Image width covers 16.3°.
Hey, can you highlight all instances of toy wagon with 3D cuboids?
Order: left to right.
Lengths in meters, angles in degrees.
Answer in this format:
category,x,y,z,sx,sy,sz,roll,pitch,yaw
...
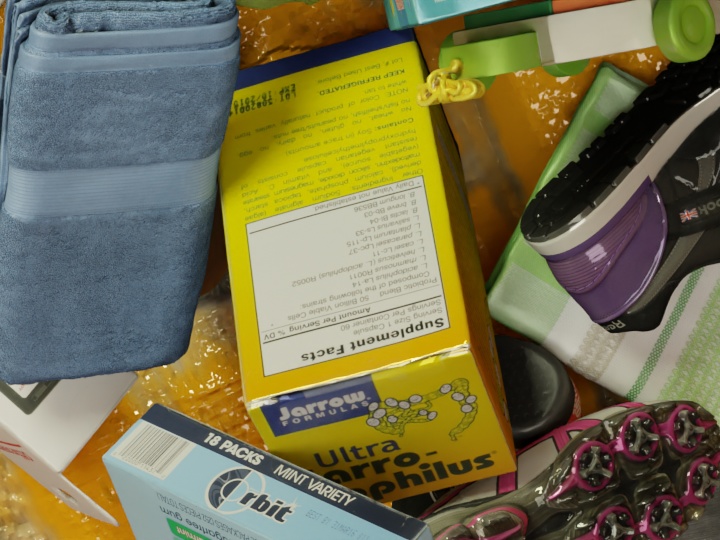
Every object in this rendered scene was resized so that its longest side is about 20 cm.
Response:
category,x,y,z,sx,sy,sz,roll,pitch,yaw
toy wagon,0.106,-0.110,1.173,0.155,0.199,0.040,-5,97,49

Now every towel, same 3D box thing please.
category,x,y,z,sx,sy,sz,roll,pitch,yaw
towel,-0.119,-0.043,1.175,0.111,0.049,0.201,-3,124,-22
towel,0.175,0.004,1.277,0.199,0.031,0.150,29,81,-11

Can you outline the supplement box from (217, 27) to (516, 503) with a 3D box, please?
category,x,y,z,sx,sy,sz,roll,pitch,yaw
supplement box,0.000,0.000,1.210,0.108,0.201,0.110,-14,142,8

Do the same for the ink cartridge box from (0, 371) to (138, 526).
category,x,y,z,sx,sy,sz,roll,pitch,yaw
ink cartridge box,-0.189,0.039,1.284,0.200,0.116,0.068,43,77,-15

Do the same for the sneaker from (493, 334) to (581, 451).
category,x,y,z,sx,sy,sz,roll,pitch,yaw
sneaker,0.027,0.052,1.313,0.200,0.108,0.068,24,73,23

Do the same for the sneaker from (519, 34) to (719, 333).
category,x,y,z,sx,sy,sz,roll,pitch,yaw
sneaker,0.175,-0.053,1.243,0.200,0.076,0.088,-42,110,-6

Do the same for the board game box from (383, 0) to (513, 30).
category,x,y,z,sx,sy,sz,roll,pitch,yaw
board game box,0.085,-0.149,1.118,0.150,0.200,0.047,-15,95,-2

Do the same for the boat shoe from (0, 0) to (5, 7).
category,x,y,z,sx,sy,sz,roll,pitch,yaw
boat shoe,-0.212,-0.138,1.240,0.200,0.070,0.071,-39,107,16

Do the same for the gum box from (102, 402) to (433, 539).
category,x,y,z,sx,sy,sz,roll,pitch,yaw
gum box,-0.024,0.172,1.188,0.169,0.045,0.201,21,143,36

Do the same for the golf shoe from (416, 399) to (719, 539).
category,x,y,z,sx,sy,sz,roll,pitch,yaw
golf shoe,0.087,0.114,1.233,0.199,0.092,0.073,-25,106,-24

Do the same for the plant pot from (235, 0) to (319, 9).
category,x,y,z,sx,sy,sz,roll,pitch,yaw
plant pot,-0.037,-0.230,1.150,0.199,0.201,0.191,20,125,-7

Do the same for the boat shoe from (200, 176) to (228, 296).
category,x,y,z,sx,sy,sz,roll,pitch,yaw
boat shoe,-0.106,-0.086,1.267,0.070,0.070,0.202,13,115,38

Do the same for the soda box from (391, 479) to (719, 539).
category,x,y,z,sx,sy,sz,roll,pitch,yaw
soda box,0.118,0.131,1.348,0.198,0.063,0.071,-14,111,7
